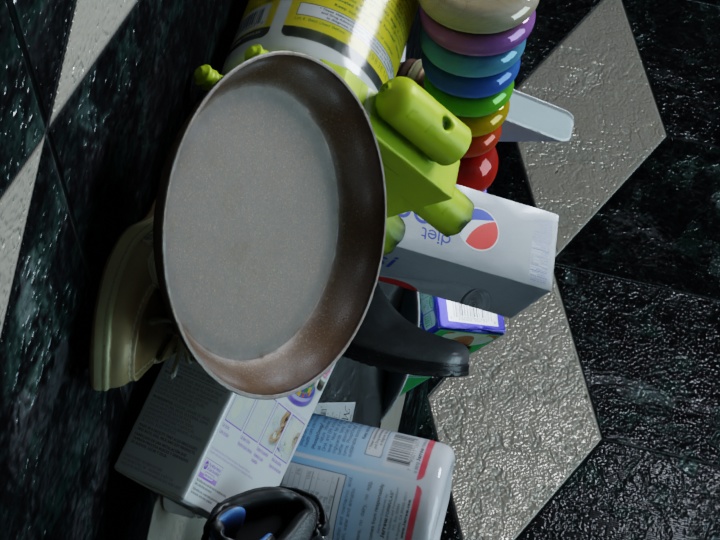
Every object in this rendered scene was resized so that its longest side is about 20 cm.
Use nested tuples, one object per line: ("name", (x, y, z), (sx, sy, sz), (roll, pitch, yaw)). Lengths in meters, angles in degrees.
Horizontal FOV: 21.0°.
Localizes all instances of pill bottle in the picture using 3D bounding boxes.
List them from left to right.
("pill bottle", (-0.037, 0.159, 1.416), (0.109, 0.199, 0.109), (13, 90, -82))
("pill bottle", (-0.018, -0.181, 1.332), (0.113, 0.112, 0.201), (92, 13, -55))

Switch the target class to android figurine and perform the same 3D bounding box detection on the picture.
("android figurine", (-0.022, -0.078, 1.250), (0.200, 0.181, 0.041), (36, 54, -34))

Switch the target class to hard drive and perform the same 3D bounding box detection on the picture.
("hard drive", (0.061, -0.133, 1.572), (0.200, 0.131, 0.026), (5, -100, 58))

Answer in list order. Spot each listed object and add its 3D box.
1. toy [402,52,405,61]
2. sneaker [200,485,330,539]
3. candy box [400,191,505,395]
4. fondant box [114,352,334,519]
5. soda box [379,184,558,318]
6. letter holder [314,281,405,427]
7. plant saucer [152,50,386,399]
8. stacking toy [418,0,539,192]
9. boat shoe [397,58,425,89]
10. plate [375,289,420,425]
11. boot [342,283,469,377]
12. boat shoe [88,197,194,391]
("toy", (0.002, -0.223, 1.665), (0.200, 0.047, 0.116), (-2, 100, -77))
("sneaker", (-0.107, 0.207, 1.254), (0.200, 0.073, 0.112), (-38, 155, -20))
("candy box", (0.033, 0.009, 1.687), (0.200, 0.077, 0.170), (-37, -127, 51))
("fondant box", (-0.074, 0.068, 1.301), (0.201, 0.058, 0.144), (-64, 159, -10))
("soda box", (0.040, -0.027, 1.405), (0.068, 0.199, 0.064), (142, -40, -59))
("letter holder", (-0.062, 0.081, 1.580), (0.100, 0.142, 0.201), (2, 102, -50))
("plant saucer", (-0.056, -0.026, 1.128), (0.200, 0.032, 0.202), (-10, 102, -52))
("stacking toy", (0.077, -0.128, 1.370), (0.201, 0.085, 0.086), (91, 13, -46))
("boat shoe", (0.019, -0.094, 1.476), (0.200, 0.072, 0.072), (91, 22, -61))
("plate", (-0.006, 0.042, 1.638), (0.025, 0.200, 0.201), (5, 100, -38))
("boot", (0.000, 0.000, 1.452), (0.070, 0.199, 0.132), (58, 48, -86))
("boat shoe", (-0.108, 0.004, 1.147), (0.200, 0.062, 0.074), (-66, 168, -54))
